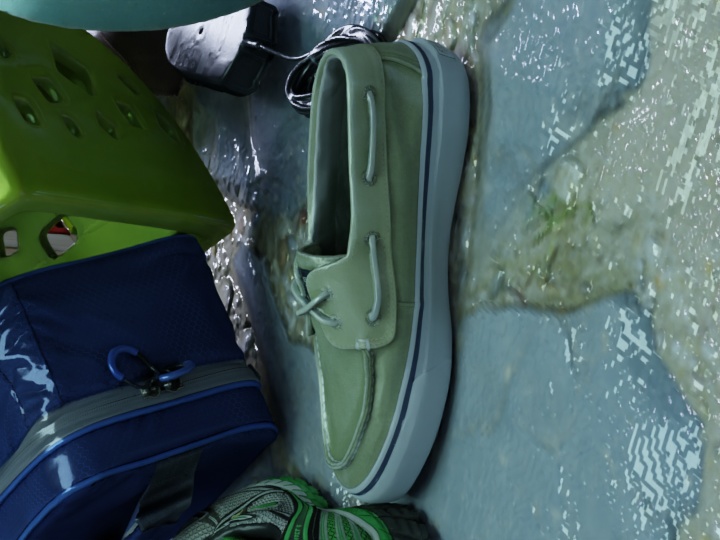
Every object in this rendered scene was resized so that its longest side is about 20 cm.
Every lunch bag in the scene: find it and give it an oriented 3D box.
[{"bbox_3d":[-0.131,0.081,0.975,0.200,0.135,0.133,-46,65,54],"label":"lunch bag"}]

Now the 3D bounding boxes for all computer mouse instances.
[{"bbox_3d":[-0.037,-0.106,0.940,0.200,0.034,0.059,24,93,55],"label":"computer mouse"}]

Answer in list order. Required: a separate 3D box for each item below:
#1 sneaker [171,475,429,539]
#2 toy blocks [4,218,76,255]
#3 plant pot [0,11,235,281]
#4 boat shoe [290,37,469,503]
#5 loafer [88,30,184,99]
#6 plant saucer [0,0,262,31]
[{"bbox_3d":[-0.048,0.132,0.875,0.200,0.085,0.078,-16,74,61],"label":"sneaker"},{"bbox_3d":[-0.218,-0.001,1.150,0.200,0.136,0.100,45,127,53],"label":"toy blocks"},{"bbox_3d":[-0.216,-0.059,0.972,0.199,0.200,0.182,-30,75,21],"label":"plant pot"},{"bbox_3d":[0.000,0.000,0.819,0.072,0.062,0.201,16,102,61],"label":"boat shoe"},{"bbox_3d":[-0.158,-0.121,1.111,0.200,0.073,0.071,-2,85,62],"label":"loafer"},{"bbox_3d":[-0.109,-0.184,0.892,0.036,0.199,0.200,92,159,-43],"label":"plant saucer"}]
